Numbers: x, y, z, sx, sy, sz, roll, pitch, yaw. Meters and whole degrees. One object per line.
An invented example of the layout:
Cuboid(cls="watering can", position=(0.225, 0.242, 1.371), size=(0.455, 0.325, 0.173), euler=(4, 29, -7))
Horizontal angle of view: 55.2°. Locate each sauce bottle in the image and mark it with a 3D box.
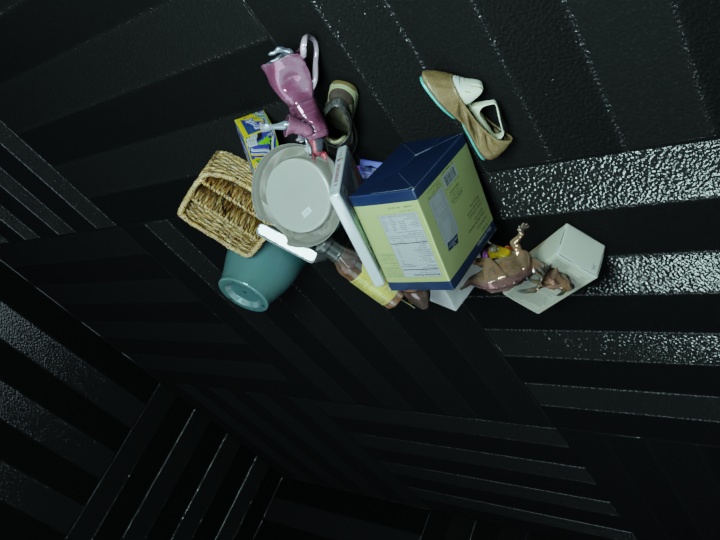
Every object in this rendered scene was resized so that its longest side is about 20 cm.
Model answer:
Cuboid(cls="sauce bottle", position=(0.000, 0.000, 1.388), size=(0.200, 0.066, 0.066), euler=(36, 149, -21))

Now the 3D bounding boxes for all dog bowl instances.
Cuboid(cls="dog bowl", position=(-0.111, -0.147, 1.332), size=(0.200, 0.059, 0.200), euler=(7, 107, 24))

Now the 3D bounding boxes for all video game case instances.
Cuboid(cls="video game case", position=(0.001, -0.099, 1.234), size=(0.023, 0.182, 0.200), euler=(-18, 123, 16))

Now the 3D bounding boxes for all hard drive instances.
Cuboid(cls="hard drive", position=(-0.139, -0.058, 1.470), size=(0.132, 0.026, 0.200), euler=(28, -175, 3))

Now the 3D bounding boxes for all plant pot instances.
Cuboid(cls="plant pot", position=(-0.245, -0.010, 1.689), size=(0.200, 0.188, 0.200), euler=(19, 149, 12))

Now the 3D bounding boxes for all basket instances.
Cuboid(cls="basket", position=(-0.278, -0.148, 1.535), size=(0.200, 0.149, 0.143), euler=(34, 150, -13))

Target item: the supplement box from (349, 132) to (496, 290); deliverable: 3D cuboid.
Cuboid(cls="supplement box", position=(0.116, -0.100, 1.212), size=(0.134, 0.200, 0.200), euler=(-1, 125, 39))

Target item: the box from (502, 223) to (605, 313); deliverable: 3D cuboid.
Cuboid(cls="box", position=(0.372, 0.001, 1.339), size=(0.095, 0.078, 0.200), euler=(30, 150, -7))

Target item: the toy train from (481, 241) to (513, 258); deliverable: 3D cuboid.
Cuboid(cls="toy train", position=(0.250, -0.044, 1.395), size=(0.150, 0.056, 0.200), euler=(37, 159, 16))

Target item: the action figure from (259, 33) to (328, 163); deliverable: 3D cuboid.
Cuboid(cls="action figure", position=(-0.093, -0.284, 1.191), size=(0.149, 0.134, 0.200), euler=(-22, 99, 24))

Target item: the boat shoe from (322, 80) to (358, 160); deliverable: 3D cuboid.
Cuboid(cls="boat shoe", position=(-0.045, -0.258, 1.263), size=(0.073, 0.065, 0.200), euler=(18, 151, 10))

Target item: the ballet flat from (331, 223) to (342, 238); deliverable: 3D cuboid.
Cuboid(cls="ballet flat", position=(-0.085, -0.144, 1.436), size=(0.068, 0.068, 0.200), euler=(28, -158, -49))

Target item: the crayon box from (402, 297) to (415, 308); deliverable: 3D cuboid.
Cuboid(cls="crayon box", position=(0.059, 0.016, 1.546), size=(0.126, 0.052, 0.200), euler=(34, 179, -15))

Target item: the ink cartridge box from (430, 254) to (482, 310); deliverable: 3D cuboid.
Cuboid(cls="ink cartridge box", position=(0.144, -0.007, 1.419), size=(0.200, 0.116, 0.067), euler=(22, 155, 45))

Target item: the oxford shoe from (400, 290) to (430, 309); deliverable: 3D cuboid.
Cuboid(cls="oxford shoe", position=(0.088, 0.013, 1.339), size=(0.071, 0.200, 0.073), euler=(-23, 115, 1))

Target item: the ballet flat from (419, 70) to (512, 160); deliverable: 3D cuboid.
Cuboid(cls="ballet flat", position=(0.179, -0.259, 1.102), size=(0.072, 0.068, 0.200), euler=(-27, 124, 31))

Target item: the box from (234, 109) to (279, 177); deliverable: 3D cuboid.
Cuboid(cls="box", position=(-0.193, -0.220, 1.399), size=(0.200, 0.064, 0.070), euler=(79, 164, -49))

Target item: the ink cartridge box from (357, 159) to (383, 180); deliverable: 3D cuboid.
Cuboid(cls="ink cartridge box", position=(0.034, -0.135, 1.387), size=(0.136, 0.076, 0.200), euler=(12, 149, 22))

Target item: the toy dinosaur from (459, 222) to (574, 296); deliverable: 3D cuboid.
Cuboid(cls="toy dinosaur", position=(0.268, 0.008, 1.244), size=(0.200, 0.136, 0.086), euler=(-21, 138, 16))

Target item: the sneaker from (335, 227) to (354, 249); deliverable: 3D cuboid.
Cuboid(cls="sneaker", position=(-0.062, -0.085, 1.551), size=(0.091, 0.076, 0.200), euler=(40, 168, 25))
